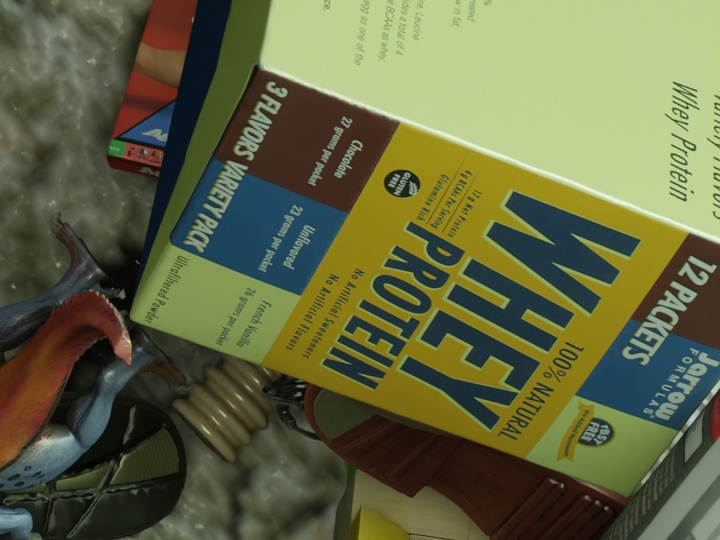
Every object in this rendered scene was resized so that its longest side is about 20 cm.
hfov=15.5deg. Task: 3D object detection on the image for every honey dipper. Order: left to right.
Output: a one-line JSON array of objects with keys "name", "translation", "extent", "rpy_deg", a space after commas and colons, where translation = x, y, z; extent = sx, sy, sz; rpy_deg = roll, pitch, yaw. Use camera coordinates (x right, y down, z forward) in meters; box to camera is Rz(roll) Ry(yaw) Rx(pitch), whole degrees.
[{"name": "honey dipper", "translation": [0.000, 0.000, 1.143], "extent": [0.038, 0.038, 0.200], "rpy_deg": [43, 81, 3]}]

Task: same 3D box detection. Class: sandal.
[{"name": "sandal", "translation": [-0.175, 0.079, 1.119], "extent": [0.201, 0.057, 0.080], "rpy_deg": [9, 94, -18]}]

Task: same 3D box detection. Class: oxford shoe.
[{"name": "oxford shoe", "translation": [0.075, 0.073, 1.064], "extent": [0.200, 0.070, 0.075], "rpy_deg": [35, 44, -12]}]

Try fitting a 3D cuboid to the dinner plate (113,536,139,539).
[{"name": "dinner plate", "translation": [-0.126, 0.210, 1.119], "extent": [0.200, 0.024, 0.200], "rpy_deg": [0, 82, -2]}]

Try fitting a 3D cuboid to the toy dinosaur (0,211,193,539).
[{"name": "toy dinosaur", "translation": [-0.166, 0.060, 1.014], "extent": [0.181, 0.200, 0.105], "rpy_deg": [-37, 79, -2]}]

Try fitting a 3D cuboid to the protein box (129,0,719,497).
[{"name": "protein box", "translation": [0.042, -0.057, 0.980], "extent": [0.200, 0.135, 0.199], "rpy_deg": [20, 43, -12]}]

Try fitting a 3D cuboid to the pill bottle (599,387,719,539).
[{"name": "pill bottle", "translation": [0.137, 0.130, 0.974], "extent": [0.116, 0.116, 0.200], "rpy_deg": [35, 124, 2]}]

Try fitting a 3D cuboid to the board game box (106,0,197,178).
[{"name": "board game box", "translation": [0.000, -0.071, 1.141], "extent": [0.200, 0.019, 0.103], "rpy_deg": [13, 71, 5]}]

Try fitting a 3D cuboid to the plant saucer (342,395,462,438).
[{"name": "plant saucer", "translation": [0.027, -0.008, 1.048], "extent": [0.200, 0.029, 0.200], "rpy_deg": [17, 43, -16]}]

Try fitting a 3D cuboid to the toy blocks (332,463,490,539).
[{"name": "toy blocks", "translation": [0.053, 0.170, 1.092], "extent": [0.137, 0.100, 0.200], "rpy_deg": [10, 64, -7]}]

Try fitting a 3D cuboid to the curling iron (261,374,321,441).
[{"name": "curling iron", "translation": [0.050, 0.027, 1.127], "extent": [0.200, 0.050, 0.026], "rpy_deg": [-21, 124, -22]}]
